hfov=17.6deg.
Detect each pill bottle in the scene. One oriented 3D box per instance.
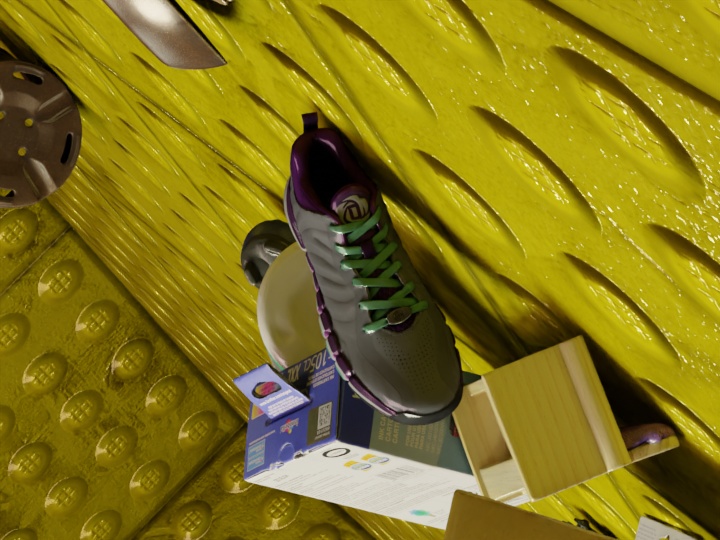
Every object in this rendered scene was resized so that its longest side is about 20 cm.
[{"bbox_3d":[-0.013,0.047,1.704,0.113,0.113,0.200,43,173,11],"label":"pill bottle"}]

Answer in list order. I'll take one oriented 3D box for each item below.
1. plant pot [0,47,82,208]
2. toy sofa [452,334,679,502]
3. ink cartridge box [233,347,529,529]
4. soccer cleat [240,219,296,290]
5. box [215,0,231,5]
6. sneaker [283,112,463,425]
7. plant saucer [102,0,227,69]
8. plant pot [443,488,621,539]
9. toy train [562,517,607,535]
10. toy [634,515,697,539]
[{"bbox_3d":[-0.394,-0.145,2.425,0.200,0.200,0.198,48,165,-23],"label":"plant pot"},{"bbox_3d":[0.120,0.090,1.425,0.200,0.097,0.083,122,127,-82],"label":"toy sofa"},{"bbox_3d":[0.012,0.110,1.564,0.200,0.077,0.136,15,157,-27],"label":"ink cartridge box"},{"bbox_3d":[-0.011,0.030,1.866,0.200,0.065,0.084,42,-158,-8],"label":"soccer cleat"},{"bbox_3d":[-0.155,-0.235,1.286,0.200,0.021,0.163,47,175,-26],"label":"box"},{"bbox_3d":[0.000,0.000,1.415,0.200,0.074,0.088,61,171,27],"label":"sneaker"},{"bbox_3d":[-0.156,-0.189,1.385,0.200,0.032,0.200,48,-179,-1],"label":"plant saucer"},{"bbox_3d":[0.146,0.272,1.417,0.195,0.200,0.194,13,169,33],"label":"plant pot"},{"bbox_3d":[0.224,0.251,1.839,0.046,0.034,0.200,35,180,-42],"label":"toy train"},{"bbox_3d":[0.208,0.280,1.617,0.047,0.200,0.115,16,179,-13],"label":"toy"}]
